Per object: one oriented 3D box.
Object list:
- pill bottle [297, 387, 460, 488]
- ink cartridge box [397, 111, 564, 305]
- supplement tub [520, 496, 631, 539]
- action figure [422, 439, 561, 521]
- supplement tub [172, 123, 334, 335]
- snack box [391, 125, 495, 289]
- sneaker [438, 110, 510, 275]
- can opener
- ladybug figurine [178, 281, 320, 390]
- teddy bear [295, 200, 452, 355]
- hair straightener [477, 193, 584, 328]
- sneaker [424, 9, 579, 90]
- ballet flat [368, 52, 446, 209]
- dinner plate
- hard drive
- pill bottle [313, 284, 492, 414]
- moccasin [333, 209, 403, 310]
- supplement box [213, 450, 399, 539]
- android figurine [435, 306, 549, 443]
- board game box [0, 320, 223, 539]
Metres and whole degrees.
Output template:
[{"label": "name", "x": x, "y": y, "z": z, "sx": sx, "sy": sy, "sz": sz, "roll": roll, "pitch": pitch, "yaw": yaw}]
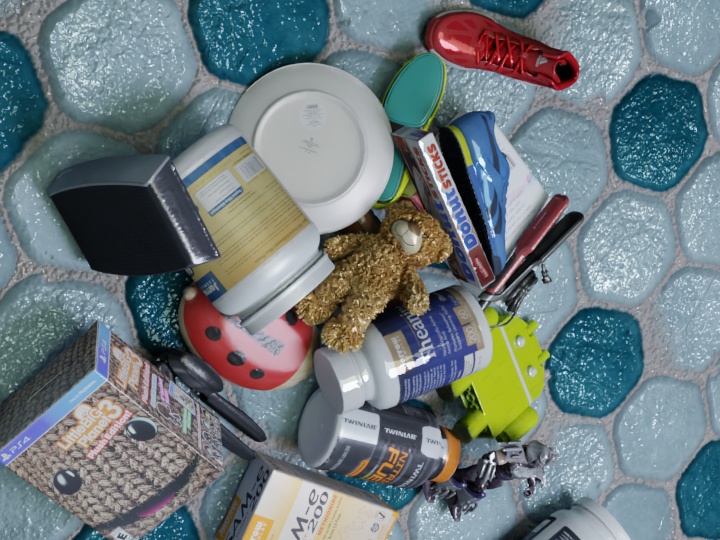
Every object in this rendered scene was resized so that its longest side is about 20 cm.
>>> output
[{"label": "pill bottle", "x": 0.029, "y": 0.216, "z": 1.559, "sx": 0.199, "sy": 0.106, "sz": 0.107, "roll": 17, "pitch": 94, "yaw": -29}, {"label": "ink cartridge box", "x": 0.150, "y": -0.079, "z": 1.560, "sx": 0.148, "sy": 0.086, "sz": 0.200, "roll": -45, "pitch": 118, "yaw": -10}, {"label": "supplement tub", "x": 0.274, "y": 0.425, "z": 1.714, "sx": 0.200, "sy": 0.140, "sz": 0.141, "roll": -36, "pitch": 115, "yaw": -14}, {"label": "action figure", "x": 0.177, "y": 0.265, "z": 1.601, "sx": 0.130, "sy": 0.200, "sz": 0.070, "roll": 24, "pitch": 53, "yaw": -36}, {"label": "supplement tub", "x": -0.136, "y": -0.044, "z": 1.360, "sx": 0.144, "sy": 0.145, "sz": 0.200, "roll": -40, "pitch": 94, "yaw": -13}, {"label": "snack box", "x": 0.098, "y": -0.074, "z": 1.449, "sx": 0.024, "sy": 0.072, "sz": 0.201, "roll": -32, "pitch": 113, "yaw": -15}, {"label": "sneaker", "x": 0.156, "y": -0.093, "z": 1.475, "sx": 0.078, "sy": 0.066, "sz": 0.201, "roll": -24, "pitch": 110, "yaw": -22}, {"label": "can opener", "x": -0.182, "y": 0.164, "z": 1.467, "sx": 0.063, "sy": 0.078, "sz": 0.200, "roll": -48, "pitch": 127, "yaw": -17}, {"label": "ladybug figurine", "x": -0.127, "y": 0.074, "z": 1.465, "sx": 0.199, "sy": 0.072, "sz": 0.136, "roll": 30, "pitch": 88, "yaw": -29}, {"label": "teddy bear", "x": 0.014, "y": 0.004, "z": 1.424, "sx": 0.199, "sy": 0.145, "sz": 0.067, "roll": -29, "pitch": 147, "yaw": 3}, {"label": "hair straightener", "x": 0.216, "y": 0.004, "z": 1.541, "sx": 0.077, "sy": 0.041, "sz": 0.200, "roll": 40, "pitch": 83, "yaw": -29}, {"label": "sneaker", "x": 0.186, "y": -0.272, "z": 1.513, "sx": 0.199, "sy": 0.115, "sz": 0.079, "roll": 6, "pitch": 100, "yaw": -28}, {"label": "ballet flat", "x": 0.050, "y": -0.167, "z": 1.497, "sx": 0.066, "sy": 0.067, "sz": 0.201, "roll": 20, "pitch": 84, "yaw": 7}, {"label": "dinner plate", "x": -0.059, "y": -0.141, "z": 1.433, "sx": 0.199, "sy": 0.024, "sz": 0.202, "roll": 0, "pitch": 92, "yaw": -6}, {"label": "hard drive", "x": -0.246, "y": -0.053, "z": 1.302, "sx": 0.042, "sy": 0.199, "sz": 0.135, "roll": -43, "pitch": 119, "yaw": -37}, {"label": "pill bottle", "x": 0.049, "y": 0.099, "z": 1.479, "sx": 0.199, "sy": 0.111, "sz": 0.112, "roll": -20, "pitch": 111, "yaw": -20}, {"label": "moccasin", "x": -0.001, "y": -0.001, "z": 1.516, "sx": 0.078, "sy": 0.074, "sz": 0.202, "roll": -30, "pitch": 124, "yaw": -26}, {"label": "supplement box", "x": -0.067, "y": 0.323, "z": 1.555, "sx": 0.199, "sy": 0.073, "sz": 0.127, "roll": 24, "pitch": 90, "yaw": -29}, {"label": "android figurine", "x": 0.181, "y": 0.137, "z": 1.620, "sx": 0.200, "sy": 0.041, "sz": 0.183, "roll": -33, "pitch": 107, "yaw": -39}, {"label": "board game box", "x": -0.278, "y": 0.187, "z": 1.373, "sx": 0.159, "sy": 0.097, "sz": 0.200, "roll": -40, "pitch": 119, "yaw": 13}]
